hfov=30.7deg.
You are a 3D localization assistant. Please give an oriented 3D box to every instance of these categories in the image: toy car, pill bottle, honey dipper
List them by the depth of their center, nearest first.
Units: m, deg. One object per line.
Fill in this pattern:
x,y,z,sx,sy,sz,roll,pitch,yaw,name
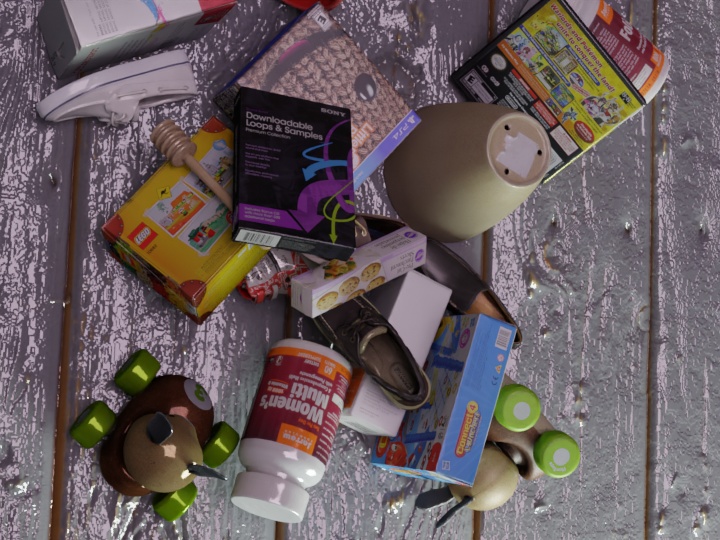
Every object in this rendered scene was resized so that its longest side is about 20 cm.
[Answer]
-0.215,0.191,1.496,0.164,0.200,0.158,44,71,-14,toy car
-0.169,-0.096,1.519,0.038,0.038,0.200,-37,72,-21,honey dipper
-0.085,0.194,1.586,0.109,0.109,0.201,25,65,-20,pill bottle
0.152,0.241,1.682,0.200,0.164,0.158,-43,103,-5,toy car
0.320,-0.311,1.818,0.199,0.114,0.115,36,73,-17,pill bottle

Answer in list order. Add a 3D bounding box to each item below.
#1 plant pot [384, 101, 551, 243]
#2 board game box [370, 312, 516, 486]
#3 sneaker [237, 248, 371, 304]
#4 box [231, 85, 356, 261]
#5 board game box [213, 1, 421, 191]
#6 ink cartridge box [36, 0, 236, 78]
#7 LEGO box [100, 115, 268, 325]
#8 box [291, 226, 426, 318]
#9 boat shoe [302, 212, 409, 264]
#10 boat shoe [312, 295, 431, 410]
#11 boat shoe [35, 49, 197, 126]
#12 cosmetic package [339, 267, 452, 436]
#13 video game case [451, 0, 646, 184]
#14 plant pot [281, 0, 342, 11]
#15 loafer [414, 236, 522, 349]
0.155,-0.138,1.686,0.186,0.200,0.189,2,85,-24,plant pot
0.101,0.159,1.639,0.056,0.196,0.202,21,77,-20,board game box
-0.086,0.016,1.642,0.201,0.067,0.108,44,72,-11,sneaker
-0.078,-0.114,1.523,0.142,0.036,0.201,9,56,-20,box
-0.054,-0.203,1.655,0.200,0.097,0.160,47,70,-13,board game box
-0.266,-0.306,1.544,0.199,0.146,0.083,-21,93,-24,ink cartridge box
-0.184,-0.062,1.565,0.149,0.077,0.200,37,70,16,LEGO box
0.000,0.000,1.585,0.199,0.039,0.042,-24,129,-39,box
-0.012,-0.044,1.632,0.199,0.060,0.072,7,43,-52,boat shoe
0.012,0.081,1.578,0.200,0.065,0.073,44,78,9,boat shoe
-0.285,-0.206,1.568,0.199,0.073,0.066,-23,91,-22,boat shoe
0.034,0.104,1.666,0.071,0.101,0.201,28,75,-18,cosmetic package
0.255,-0.246,1.774,0.180,0.026,0.200,-38,103,20,video game case
-0.045,-0.455,1.642,0.201,0.200,0.178,48,60,-13,plant pot
0.143,0.029,1.735,0.200,0.072,0.073,44,72,-14,loafer
